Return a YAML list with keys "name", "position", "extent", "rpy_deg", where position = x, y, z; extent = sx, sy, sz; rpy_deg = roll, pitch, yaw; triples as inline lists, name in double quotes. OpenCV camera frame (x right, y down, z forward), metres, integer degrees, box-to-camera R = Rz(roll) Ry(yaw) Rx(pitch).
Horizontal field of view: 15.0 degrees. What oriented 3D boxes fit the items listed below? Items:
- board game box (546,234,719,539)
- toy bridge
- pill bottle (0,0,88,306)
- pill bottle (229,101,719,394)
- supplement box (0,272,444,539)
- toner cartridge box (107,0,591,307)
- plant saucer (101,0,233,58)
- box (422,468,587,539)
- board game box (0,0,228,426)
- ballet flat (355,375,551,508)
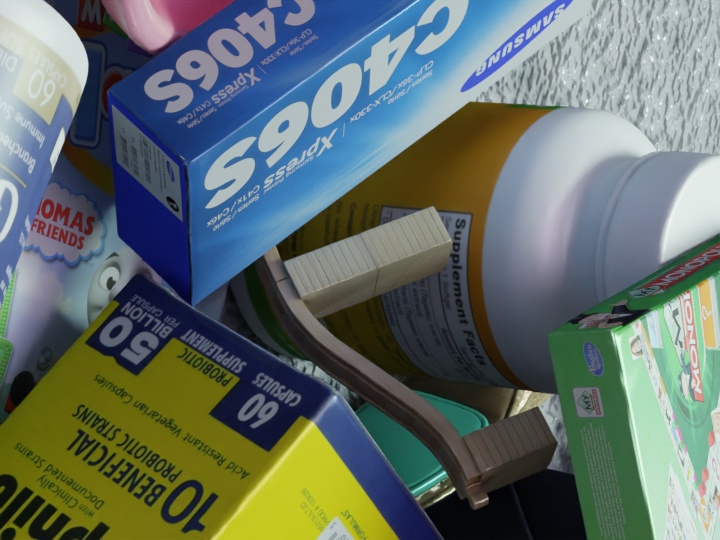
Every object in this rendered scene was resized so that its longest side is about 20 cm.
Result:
- name: "board game box"
  position: [0.130, 0.097, 0.971]
  extent: [0.135, 0.029, 0.200]
  rpy_deg: [-25, 108, -50]
- name: "toy bridge"
  position: [0.000, 0.000, 0.993]
  extent: [0.067, 0.200, 0.027]
  rpy_deg: [-20, 157, -16]
- name: "pill bottle"
  position: [-0.168, 0.002, 0.861]
  extent: [0.111, 0.111, 0.200]
  rpy_deg: [36, 67, -48]
- name: "pill bottle"
  position: [0.054, -0.010, 1.069]
  extent: [0.111, 0.200, 0.111]
  rpy_deg: [-10, 102, -51]
- name: "supplement box"
  position: [-0.086, 0.121, 0.936]
  extent: [0.200, 0.109, 0.110]
  rpy_deg: [-50, 139, -14]
- name: "toner cartridge box"
  position: [0.002, -0.079, 0.965]
  extent: [0.200, 0.043, 0.095]
  rpy_deg: [-38, 158, -21]
- name: "plant saucer"
  position: [-0.017, -0.160, 0.906]
  extent: [0.200, 0.051, 0.201]
  rpy_deg: [-38, 159, -17]
- name: "box"
  position: [0.056, 0.177, 1.078]
  extent: [0.200, 0.198, 0.123]
  rpy_deg: [17, 48, -52]
- name: "board game box"
  position: [-0.108, -0.005, 0.997]
  extent: [0.151, 0.037, 0.200]
  rpy_deg: [23, 76, -51]
- name: "ballet flat"
  position: [0.040, 0.069, 1.174]
  extent: [0.200, 0.070, 0.065]
  rpy_deg: [-44, 141, -35]
